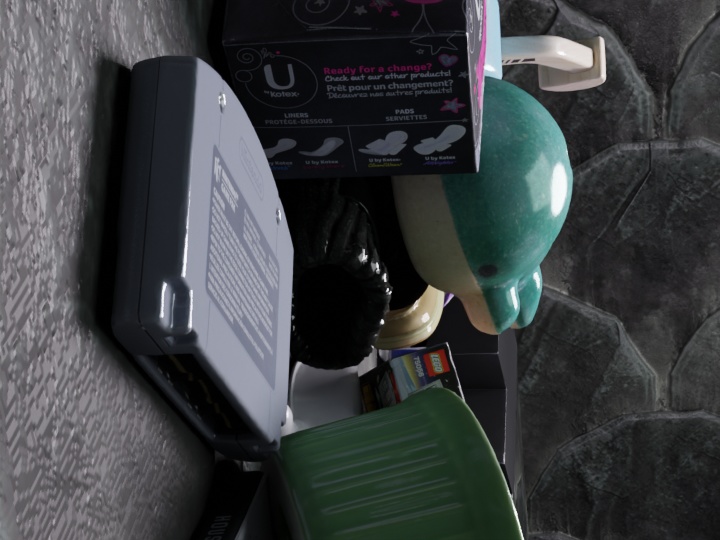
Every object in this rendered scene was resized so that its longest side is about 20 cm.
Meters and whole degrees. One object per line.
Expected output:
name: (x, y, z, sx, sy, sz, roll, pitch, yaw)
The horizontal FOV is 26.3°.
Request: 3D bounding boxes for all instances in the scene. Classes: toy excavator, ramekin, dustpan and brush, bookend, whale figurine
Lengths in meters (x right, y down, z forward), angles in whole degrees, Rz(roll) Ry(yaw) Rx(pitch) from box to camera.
toy excavator: (0.093, -0.173, 1.215, 0.194, 0.198, 0.101, 39, 50, -78)
ramekin: (0.013, 0.165, 0.774, 0.200, 0.097, 0.202, 170, -90, -77)
dustpan and brush: (-0.026, 0.100, 0.898, 0.200, 0.057, 0.141, 82, 2, -71)
bookend: (0.107, 0.124, 1.592, 0.199, 0.091, 0.202, 69, 22, -59)
whale figurine: (0.087, -0.038, 0.943, 0.200, 0.103, 0.160, 51, 27, -56)

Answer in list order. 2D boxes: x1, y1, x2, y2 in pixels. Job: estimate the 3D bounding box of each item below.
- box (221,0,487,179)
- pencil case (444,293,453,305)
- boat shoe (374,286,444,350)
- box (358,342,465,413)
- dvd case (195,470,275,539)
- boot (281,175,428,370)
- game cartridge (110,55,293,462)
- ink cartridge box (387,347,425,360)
box: (0.003, -0.164, 0.852, 0.115, 0.131, 0.201, 78, 13, -55)
pencil case: (0.049, -0.050, 1.281, 0.201, 0.085, 0.084, -84, 167, -47)
boat shoe: (0.017, -0.022, 1.144, 0.201, 0.073, 0.063, -98, 173, -50)
box: (0.041, 0.123, 0.967, 0.200, 0.040, 0.138, 132, -59, -81)
dvd case: (-0.062, 0.200, 0.692, 0.200, 0.024, 0.152, -67, 153, -72)
boot: (-0.003, 0.000, 0.936, 0.212, 0.079, 0.159, 61, 19, -48)
game cartridge: (-0.066, -0.004, 0.689, 0.200, 0.040, 0.134, 69, 25, -66)
ink cartridge box: (0.052, 0.185, 1.372, 0.200, 0.040, 0.201, 58, 32, -71)
